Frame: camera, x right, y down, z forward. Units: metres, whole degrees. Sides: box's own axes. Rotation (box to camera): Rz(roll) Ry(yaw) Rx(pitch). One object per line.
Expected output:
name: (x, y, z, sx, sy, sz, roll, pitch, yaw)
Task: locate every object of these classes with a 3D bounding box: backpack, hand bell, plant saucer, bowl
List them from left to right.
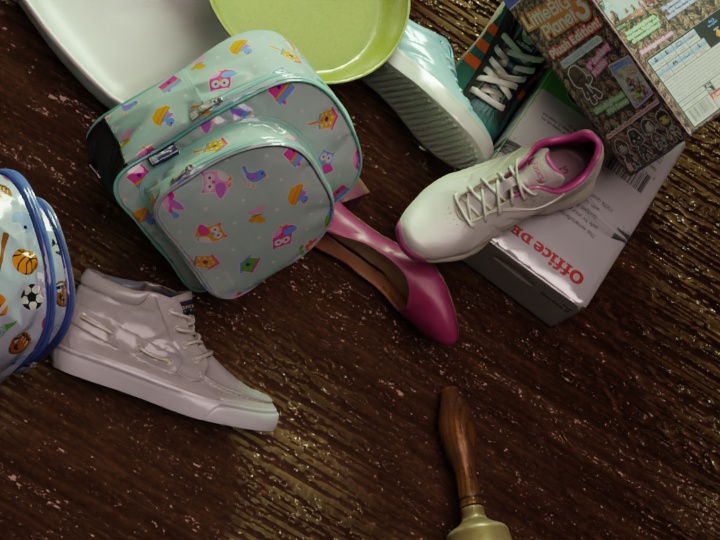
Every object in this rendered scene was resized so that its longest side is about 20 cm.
backpack: (-0.312, 0.011, 1.422, 0.154, 0.190, 0.200, -15, 80, -36)
bowl: (-0.198, -0.246, 1.586, 0.200, 0.075, 0.200, -38, 90, -22)
backpack: (-0.099, -0.090, 1.485, 0.200, 0.153, 0.176, -39, 134, -5)
plant saucer: (-0.052, -0.252, 1.581, 0.200, 0.031, 0.200, 9, 69, -24)
hand bell: (0.093, 0.196, 1.568, 0.104, 0.104, 0.200, -3, 64, -18)

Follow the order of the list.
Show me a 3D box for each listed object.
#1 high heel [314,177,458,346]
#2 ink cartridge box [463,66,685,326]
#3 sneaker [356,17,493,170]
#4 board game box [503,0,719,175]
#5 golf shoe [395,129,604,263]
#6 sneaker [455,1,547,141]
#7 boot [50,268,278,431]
high heel: (0.000, 0.000, 1.585, 0.096, 0.067, 0.200, -29, 71, -31)
ink cartridge box: (0.181, -0.072, 1.651, 0.146, 0.084, 0.200, 37, 69, -4)
sneaker: (0.065, -0.177, 1.629, 0.082, 0.074, 0.200, -34, 71, -23)
board game box: (0.248, -0.213, 1.562, 0.159, 0.097, 0.200, -34, 89, -33)
golf shoe: (0.122, -0.071, 1.541, 0.200, 0.092, 0.075, -27, 81, -18)
sneaker: (0.137, -0.199, 1.671, 0.071, 0.080, 0.200, 32, 67, -9)
boot: (-0.152, 0.065, 1.508, 0.200, 0.074, 0.096, 19, 92, -10)
